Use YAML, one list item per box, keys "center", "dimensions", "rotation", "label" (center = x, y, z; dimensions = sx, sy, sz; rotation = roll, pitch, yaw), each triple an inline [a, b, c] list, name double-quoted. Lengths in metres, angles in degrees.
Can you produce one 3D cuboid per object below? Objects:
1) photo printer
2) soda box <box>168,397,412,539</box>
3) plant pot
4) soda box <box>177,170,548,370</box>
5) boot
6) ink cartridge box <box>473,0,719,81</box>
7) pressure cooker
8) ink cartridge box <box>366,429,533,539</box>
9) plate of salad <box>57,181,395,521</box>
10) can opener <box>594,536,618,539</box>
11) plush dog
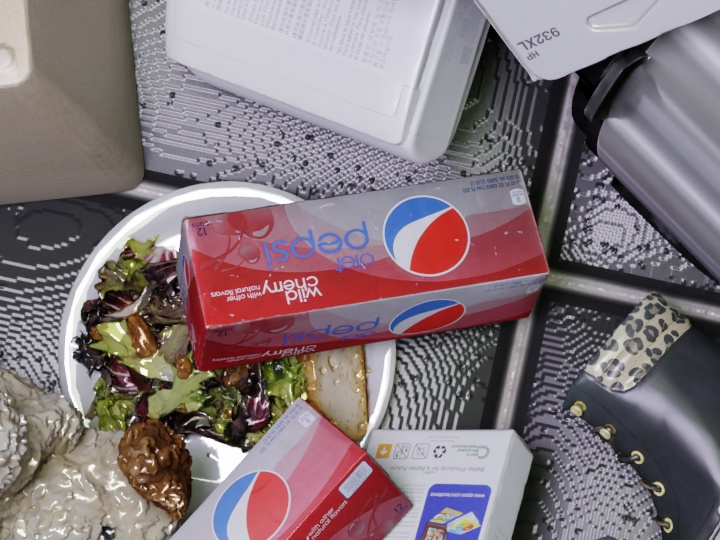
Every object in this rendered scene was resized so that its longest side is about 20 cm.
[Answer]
- center: [-0.019, -0.169, 1.411]
  dimensions: [0.199, 0.069, 0.168]
  rotation: [21, 99, 30]
  label: "photo printer"
- center: [-0.068, 0.172, 1.363]
  dimensions: [0.200, 0.063, 0.070]
  rotation: [-48, 47, -8]
  label: "soda box"
- center: [-0.240, -0.146, 1.402]
  dimensions: [0.198, 0.177, 0.202]
  rotation: [-6, 84, 3]
  label: "plant pot"
- center: [0.000, 0.000, 1.393]
  dimensions: [0.198, 0.064, 0.071]
  rotation: [-9, 67, -12]
  label: "soda box"
- center: [0.170, 0.129, 1.403]
  dimensions: [0.153, 0.073, 0.204]
  rotation: [37, 91, 13]
  label: "boot"
- center: [0.149, -0.211, 1.306]
  dimensions: [0.144, 0.201, 0.084]
  rotation: [-22, 121, 37]
  label: "ink cartridge box"
- center: [0.216, -0.099, 1.366]
  dimensions: [0.179, 0.176, 0.200]
  rotation: [-42, 70, -2]
  label: "pressure cooker"
- center: [0.026, 0.179, 1.363]
  dimensions: [0.094, 0.037, 0.201]
  rotation: [-2, 53, 32]
  label: "ink cartridge box"
- center: [-0.079, 0.047, 1.435]
  dimensions: [0.198, 0.048, 0.202]
  rotation: [0, 84, 4]
  label: "plate of salad"
- center: [0.063, 0.212, 1.376]
  dimensions: [0.199, 0.067, 0.054]
  rotation: [-32, 76, 23]
  label: "can opener"
- center: [-0.181, 0.125, 1.397]
  dimensions: [0.171, 0.161, 0.201]
  rotation: [27, 129, -6]
  label: "plush dog"
